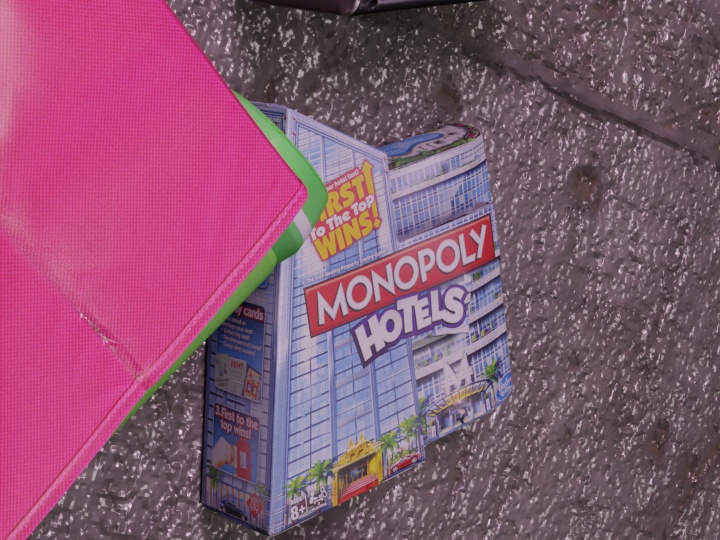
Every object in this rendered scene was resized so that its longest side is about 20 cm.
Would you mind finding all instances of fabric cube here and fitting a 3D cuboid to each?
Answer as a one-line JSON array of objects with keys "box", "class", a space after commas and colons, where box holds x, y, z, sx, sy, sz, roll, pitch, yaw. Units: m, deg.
[{"box": [-0.180, -0.040, 0.620, 0.200, 0.196, 0.200, -51, 125, -20], "class": "fabric cube"}]

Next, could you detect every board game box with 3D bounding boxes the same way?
[{"box": [0.000, 0.000, 0.875, 0.199, 0.062, 0.201, -22, 113, -36], "class": "board game box"}]

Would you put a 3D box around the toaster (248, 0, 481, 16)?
[{"box": [0.033, -0.221, 0.819, 0.199, 0.118, 0.182, -14, 108, -38], "class": "toaster"}]

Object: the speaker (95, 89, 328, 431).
[{"box": [-0.107, 0.015, 0.748, 0.200, 0.088, 0.089, -46, 126, -9], "class": "speaker"}]
